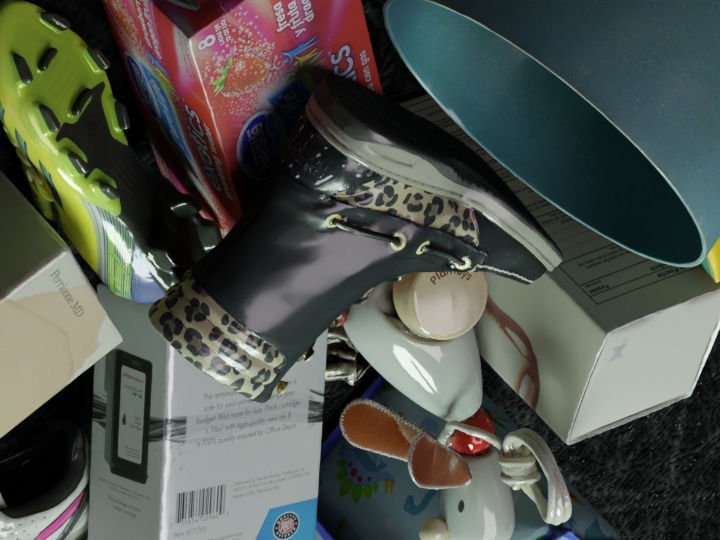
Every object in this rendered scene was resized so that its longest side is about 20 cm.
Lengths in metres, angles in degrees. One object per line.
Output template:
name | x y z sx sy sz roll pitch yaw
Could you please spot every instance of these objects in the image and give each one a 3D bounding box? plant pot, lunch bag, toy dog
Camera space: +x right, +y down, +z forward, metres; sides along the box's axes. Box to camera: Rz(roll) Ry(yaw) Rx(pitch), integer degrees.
plant pot | 0.129 -0.117 1.405 0.135 0.200 0.200 -50 148 -10
lunch bag | 0.034 0.184 1.742 0.200 0.170 0.127 -52 146 14
toy dog | 0.023 0.067 1.532 0.096 0.201 0.132 -21 180 -18

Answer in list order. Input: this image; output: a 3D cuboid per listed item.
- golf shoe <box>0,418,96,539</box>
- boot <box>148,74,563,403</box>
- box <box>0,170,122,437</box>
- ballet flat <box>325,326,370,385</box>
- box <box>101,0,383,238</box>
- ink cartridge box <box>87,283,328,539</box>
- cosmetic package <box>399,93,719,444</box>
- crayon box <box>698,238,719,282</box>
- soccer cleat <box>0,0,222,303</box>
golf shoe | -0.221 0.151 1.531 0.200 0.072 0.092 -35 139 -31
boot | -0.001 -0.001 1.417 0.154 0.074 0.203 -49 143 11
box | -0.226 0.050 1.404 0.200 0.078 0.095 -39 146 -8
ballet flat | 0.049 0.018 1.671 0.199 0.046 0.068 -22 134 -18
box | -0.055 -0.101 1.403 0.095 0.100 0.200 -35 146 -14
ink cartridge box | -0.082 0.064 1.546 0.116 0.068 0.201 -8 107 -43
cosmetic package | 0.097 -0.010 1.573 0.103 0.200 0.088 -16 139 -35
crayon box | 0.188 -0.120 1.551 0.172 0.200 0.058 -41 147 -5
soccer cleat | -0.143 -0.052 1.396 0.200 0.083 0.065 56 46 -41
